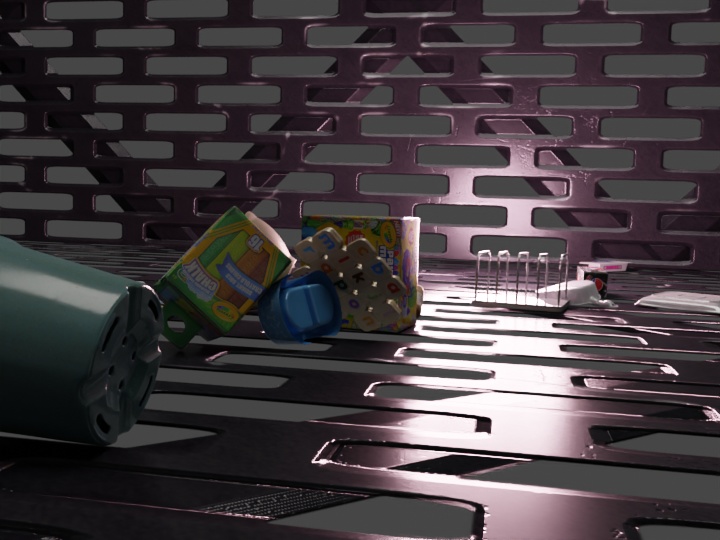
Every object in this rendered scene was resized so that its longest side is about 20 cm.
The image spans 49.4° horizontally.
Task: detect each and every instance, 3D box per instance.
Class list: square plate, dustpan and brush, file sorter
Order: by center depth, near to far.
[{"bbox_3d":[0.368,0.020,1.786,0.200,0.125,0.139,3,5,21],"label":"file sorter"},{"bbox_3d":[0.527,0.062,1.842,0.139,0.057,0.200,-13,5,-26],"label":"dustpan and brush"},{"bbox_3d":[0.786,0.074,1.869,0.200,0.029,0.198,6,7,39],"label":"square plate"}]

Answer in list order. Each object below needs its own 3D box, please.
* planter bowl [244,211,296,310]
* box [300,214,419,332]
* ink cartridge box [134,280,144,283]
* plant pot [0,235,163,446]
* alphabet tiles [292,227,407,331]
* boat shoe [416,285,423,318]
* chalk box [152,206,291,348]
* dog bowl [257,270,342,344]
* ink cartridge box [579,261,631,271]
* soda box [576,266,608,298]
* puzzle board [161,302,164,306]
[{"bbox_3d":[-0.214,0.001,1.576,0.135,0.200,0.200,29,4,-2],"label":"planter bowl"},{"bbox_3d":[0.000,0.000,1.438,0.192,0.200,0.122,3,5,20],"label":"box"},{"bbox_3d":[-0.467,0.059,1.253,0.146,0.085,0.200,4,6,28],"label":"ink cartridge box"},{"bbox_3d":[-0.300,0.066,0.716,0.196,0.201,0.200,10,6,9],"label":"plant pot"},{"bbox_3d":[-0.020,0.018,1.318,0.195,0.200,0.015,-25,20,45],"label":"alphabet tiles"},{"bbox_3d":[0.031,0.046,1.545,0.200,0.069,0.074,10,-35,18],"label":"boat shoe"},{"bbox_3d":[-0.225,0.024,1.179,0.124,0.200,0.124,44,-24,-12],"label":"chalk box"},{"bbox_3d":[-0.096,0.062,1.251,0.049,0.112,0.200,-17,-3,24],"label":"dog bowl"},{"bbox_3d":[0.920,-0.016,2.931,0.200,0.037,0.095,-5,7,-35],"label":"ink cartridge box"},{"bbox_3d":[0.610,0.029,2.068,0.063,0.071,0.200,4,5,10],"label":"soda box"},{"bbox_3d":[-0.448,0.059,1.463,0.200,0.017,0.151,12,5,1],"label":"puzzle board"}]
